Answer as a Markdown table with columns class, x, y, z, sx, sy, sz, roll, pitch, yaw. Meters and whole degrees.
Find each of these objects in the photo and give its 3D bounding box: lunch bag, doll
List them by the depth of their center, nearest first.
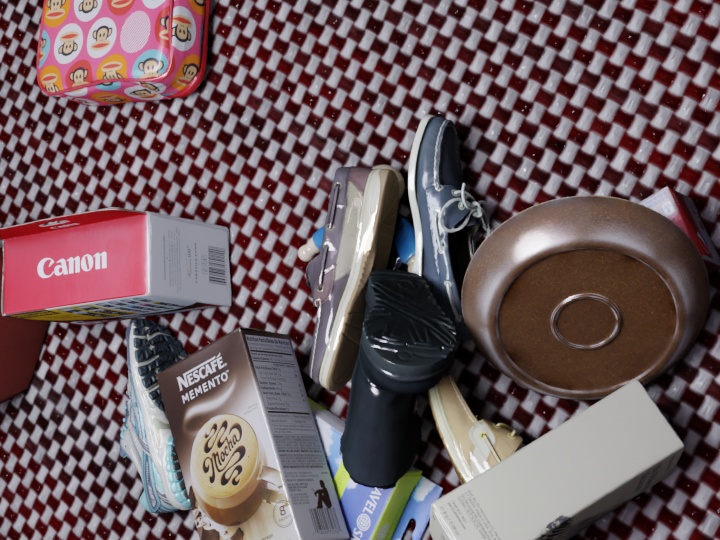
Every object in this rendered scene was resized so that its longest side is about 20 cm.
| class | x | y | z | sx | sy | sz | roll | pitch | yaw |
| --- | --- | --- | --- | --- | --- | --- | --- | --- | --- |
| doll | 0.000 | 0.000 | 1.274 | 0.135 | 0.048 | 0.203 | 14 | 92 | 30 |
| lunch bag | -0.251 | -0.270 | 1.447 | 0.198 | 0.082 | 0.179 | 0 | 83 | 33 |

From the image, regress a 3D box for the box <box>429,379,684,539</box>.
| class | x | y | z | sx | sy | sz | roll | pitch | yaw |
| --- | --- | --- | --- | --- | --- | --- | --- | --- | --- |
| box | 0.153 | 0.173 | 1.081 | 0.198 | 0.082 | 0.069 | -29 | 66 | -10 |

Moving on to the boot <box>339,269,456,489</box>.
| class | x | y | z | sx | sy | sz | roll | pitch | yaw |
| --- | --- | --- | --- | --- | --- | --- | --- | --- | --- |
| boot | 0.028 | 0.109 | 1.138 | 0.075 | 0.200 | 0.171 | 4 | 109 | -5 |

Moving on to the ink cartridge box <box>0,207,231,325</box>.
| class | x | y | z | sx | sy | sz | roll | pitch | yaw |
| --- | --- | --- | --- | --- | --- | --- | --- | --- | --- |
| ink cartridge box | -0.259 | -0.001 | 1.364 | 0.198 | 0.175 | 0.085 | -8 | 80 | 31 |

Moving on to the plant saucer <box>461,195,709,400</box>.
| class | x | y | z | sx | sy | sz | roll | pitch | yaw |
| --- | --- | --- | --- | --- | --- | --- | --- | --- | --- |
| plant saucer | 0.179 | 0.033 | 1.086 | 0.199 | 0.200 | 0.032 | -31 | 28 | 25 |

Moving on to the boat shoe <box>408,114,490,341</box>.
| class | x | y | z | sx | sy | sz | roll | pitch | yaw |
| --- | --- | --- | --- | --- | --- | --- | --- | --- | --- |
| boat shoe | 0.080 | -0.038 | 1.213 | 0.061 | 0.074 | 0.204 | -1 | 85 | 33 |

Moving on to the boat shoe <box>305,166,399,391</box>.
| class | x | y | z | sx | sy | sz | roll | pitch | yaw |
| --- | --- | --- | --- | --- | --- | --- | --- | --- | --- |
| boat shoe | -0.016 | 0.004 | 1.218 | 0.064 | 0.072 | 0.203 | 12 | 88 | 22 |

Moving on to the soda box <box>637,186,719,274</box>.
| class | x | y | z | sx | sy | sz | roll | pitch | yaw |
| --- | --- | --- | --- | --- | --- | --- | --- | --- | --- |
| soda box | 0.195 | 0.011 | 1.141 | 0.199 | 0.063 | 0.071 | -32 | 69 | 25 |

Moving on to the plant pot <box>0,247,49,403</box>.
| class | x | y | z | sx | sy | sz | roll | pitch | yaw |
| --- | --- | --- | --- | --- | --- | --- | --- | --- | --- |
| plant pot | -0.444 | 0.043 | 1.476 | 0.198 | 0.175 | 0.203 | 22 | 96 | 33 |

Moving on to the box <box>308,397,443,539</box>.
| class | x | y | z | sx | sy | sz | roll | pitch | yaw |
| --- | --- | --- | --- | --- | --- | --- | --- | --- | --- |
| box | -0.031 | 0.204 | 1.271 | 0.199 | 0.047 | 0.123 | 30 | 100 | 32 |

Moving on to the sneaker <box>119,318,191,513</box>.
| class | x | y | z | sx | sy | sz | roll | pitch | yaw |
| --- | --- | --- | --- | --- | --- | --- | --- | --- | --- |
| sneaker | -0.215 | 0.149 | 1.378 | 0.086 | 0.077 | 0.203 | -26 | 71 | 30 |

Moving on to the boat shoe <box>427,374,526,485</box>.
| class | x | y | z | sx | sy | sz | roll | pitch | yaw |
| --- | --- | --- | --- | --- | --- | --- | --- | --- | --- |
| boat shoe | 0.117 | 0.170 | 1.173 | 0.066 | 0.074 | 0.202 | -26 | 62 | 2 |

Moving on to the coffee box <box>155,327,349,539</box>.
| class | x | y | z | sx | sy | sz | roll | pitch | yaw |
| --- | --- | --- | --- | --- | --- | --- | --- | --- | --- |
| coffee box | -0.100 | 0.168 | 1.244 | 0.112 | 0.079 | 0.203 | -29 | 68 | 28 |
